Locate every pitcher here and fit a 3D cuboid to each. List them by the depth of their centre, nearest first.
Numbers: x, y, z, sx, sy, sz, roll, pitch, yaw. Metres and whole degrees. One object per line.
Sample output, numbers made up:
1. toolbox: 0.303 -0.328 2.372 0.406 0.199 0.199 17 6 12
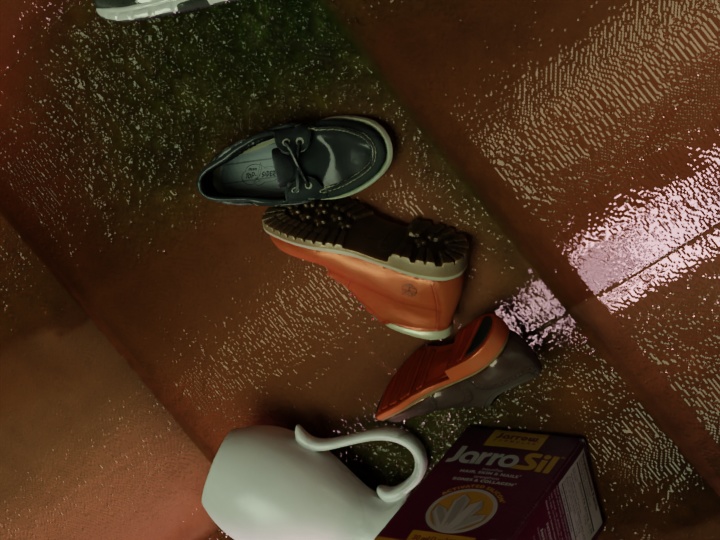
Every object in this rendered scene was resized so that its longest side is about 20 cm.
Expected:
1. pitcher: -0.042 0.207 1.884 0.199 0.121 0.173 21 109 7

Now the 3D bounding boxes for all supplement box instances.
1. supplement box: 0.116 0.239 1.728 0.130 0.200 0.104 2 120 32

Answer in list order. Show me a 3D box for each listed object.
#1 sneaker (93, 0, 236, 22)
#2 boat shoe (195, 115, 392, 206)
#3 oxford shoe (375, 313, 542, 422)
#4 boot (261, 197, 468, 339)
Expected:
1. sneaker: -0.152 -0.264 1.674 0.199 0.074 0.081 -8 100 32
2. boat shoe: -0.065 -0.093 1.714 0.198 0.066 0.075 -1 104 35
3. oxford shoe: 0.085 0.107 1.754 0.072 0.071 0.200 36 145 -18
4. boot: 0.000 0.000 1.738 0.199 0.075 0.108 19 133 21
